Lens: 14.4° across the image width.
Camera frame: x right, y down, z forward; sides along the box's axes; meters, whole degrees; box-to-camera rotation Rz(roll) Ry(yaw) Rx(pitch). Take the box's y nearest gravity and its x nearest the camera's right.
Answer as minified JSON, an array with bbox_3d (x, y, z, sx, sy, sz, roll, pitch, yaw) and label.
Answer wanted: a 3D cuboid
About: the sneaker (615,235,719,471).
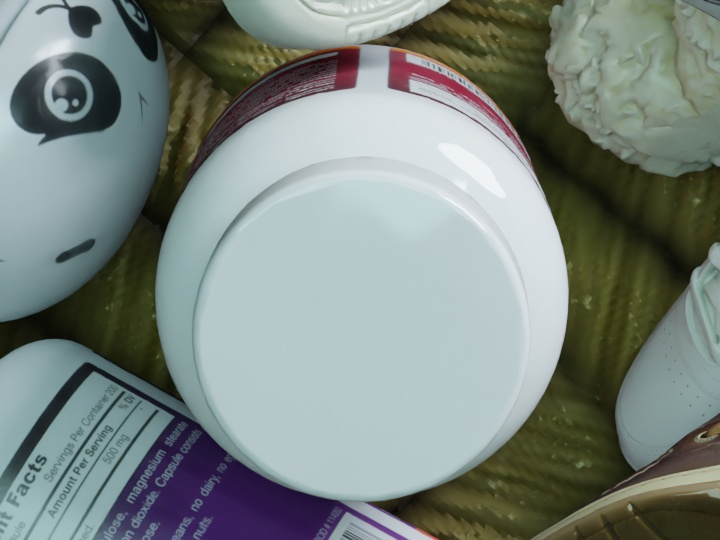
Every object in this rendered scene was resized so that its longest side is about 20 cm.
[{"bbox_3d":[0.139,-0.006,0.849,0.200,0.080,0.076,-43,48,29],"label":"sneaker"}]

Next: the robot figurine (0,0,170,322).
[{"bbox_3d":[-0.157,-0.064,0.880,0.200,0.125,0.150,24,88,5],"label":"robot figurine"}]

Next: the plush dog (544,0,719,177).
[{"bbox_3d":[0.152,-0.138,0.872,0.200,0.160,0.172,-5,61,2],"label":"plush dog"}]

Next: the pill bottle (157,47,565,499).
[{"bbox_3d":[0.000,0.000,0.814,0.113,0.200,0.113,0,100,1],"label":"pill bottle"}]

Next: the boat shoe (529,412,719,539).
[{"bbox_3d":[0.127,0.067,0.825,0.200,0.072,0.072,-29,102,19],"label":"boat shoe"}]

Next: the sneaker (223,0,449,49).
[{"bbox_3d":[-0.007,-0.134,0.865,0.077,0.111,0.200,56,52,-30],"label":"sneaker"}]

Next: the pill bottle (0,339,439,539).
[{"bbox_3d":[-0.069,0.095,0.872,0.200,0.112,0.112,28,88,5],"label":"pill bottle"}]
